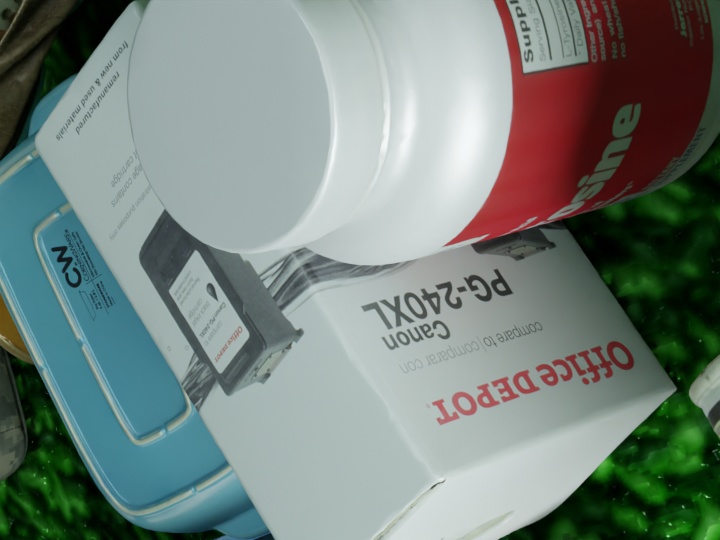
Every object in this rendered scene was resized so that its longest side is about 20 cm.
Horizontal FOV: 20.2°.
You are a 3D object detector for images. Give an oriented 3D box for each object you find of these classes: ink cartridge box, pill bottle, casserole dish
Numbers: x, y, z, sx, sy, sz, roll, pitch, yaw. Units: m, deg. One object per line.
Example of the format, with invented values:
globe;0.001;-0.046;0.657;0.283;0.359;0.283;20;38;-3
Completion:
ink cartridge box;0.000;0.000;0.723;0.083;0.145;0.201;-47;69;37
pill bottle;0.026;-0.064;0.647;0.112;0.199;0.113;12;108;40
casserole dish;-0.088;0.017;0.804;0.121;0.039;0.201;-31;82;33

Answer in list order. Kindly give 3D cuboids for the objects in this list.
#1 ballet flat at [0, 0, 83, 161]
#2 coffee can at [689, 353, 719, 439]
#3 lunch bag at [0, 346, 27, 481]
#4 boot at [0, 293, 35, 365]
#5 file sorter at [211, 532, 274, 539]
ballet flat;-0.156;-0.109;0.853;0.201;0.072;0.068;-56;39;18
coffee can;0.204;0.082;0.558;0.146;0.146;0.201;-41;72;40
lunch bag;-0.278;0.033;0.967;0.139;0.167;0.202;-17;88;43
boot;-0.090;-0.012;0.864;0.201;0.071;0.145;40;118;24
file sorter;-0.069;0.224;0.856;0.138;0.122;0.201;-26;82;42
